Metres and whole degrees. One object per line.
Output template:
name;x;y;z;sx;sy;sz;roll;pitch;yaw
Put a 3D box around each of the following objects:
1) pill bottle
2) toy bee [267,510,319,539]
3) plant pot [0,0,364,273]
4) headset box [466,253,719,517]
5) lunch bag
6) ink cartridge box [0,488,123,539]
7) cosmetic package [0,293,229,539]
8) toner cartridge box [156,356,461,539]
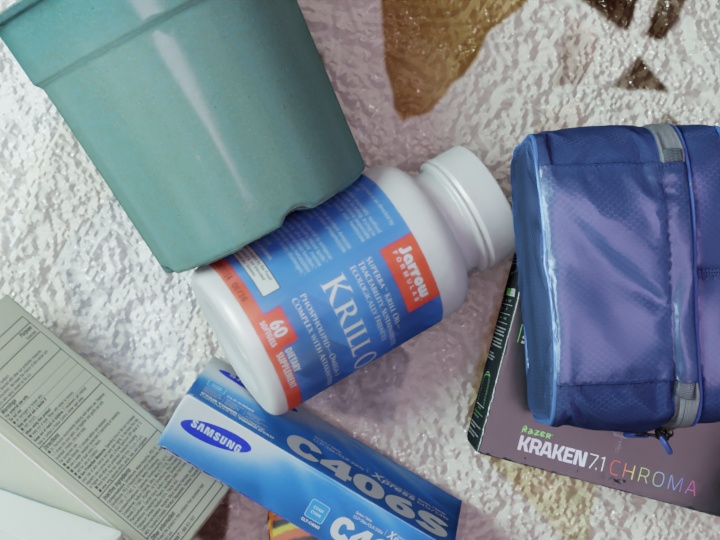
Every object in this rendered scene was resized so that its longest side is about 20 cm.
pill bottle;0.000;0.000;1.176;0.200;0.112;0.112;-31;91;-11
toy bee;-0.017;0.252;1.187;0.131;0.109;0.200;-34;89;1
plant pot;-0.105;-0.116;1.151;0.200;0.200;0.196;-29;99;0
headset box;0.180;0.043;1.195;0.174;0.093;0.200;16;90;-1
lunch bag;0.167;0.011;1.080;0.132;0.136;0.200;-5;90;-2
ink cartridge box;-0.205;0.242;1.147;0.116;0.067;0.200;15;130;23
cosmetic package;-0.198;0.125;1.175;0.200;0.103;0.087;41;128;0
toner cartridge box;-0.030;0.135;1.190;0.200;0.095;0.043;30;103;-1
